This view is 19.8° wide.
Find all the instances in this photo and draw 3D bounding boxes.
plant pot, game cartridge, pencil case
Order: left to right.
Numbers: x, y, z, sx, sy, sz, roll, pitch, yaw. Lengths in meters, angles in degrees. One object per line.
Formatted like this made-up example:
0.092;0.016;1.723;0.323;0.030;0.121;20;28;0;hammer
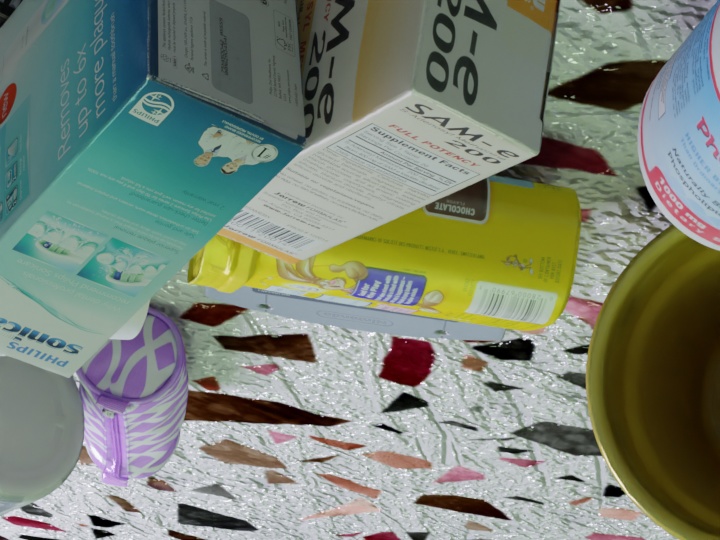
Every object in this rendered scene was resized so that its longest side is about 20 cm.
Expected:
-0.169;0.093;1.517;0.083;0.086;0.200;8;159;0;pencil case
0.000;0.000;1.297;0.199;0.042;0.133;9;162;0;game cartridge
0.245;0.071;1.194;0.199;0.202;0.189;1;171;17;plant pot

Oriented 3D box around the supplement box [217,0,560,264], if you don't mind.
0.003;-0.093;0.950;0.073;0.127;0.200;23;153;-28;supplement box

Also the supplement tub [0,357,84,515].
-0.294;0.125;1.481;0.122;0.123;0.200;22;151;-30;supplement tub

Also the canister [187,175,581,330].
0.010;-0.020;1.150;0.199;0.087;0.149;9;175;-8;canister

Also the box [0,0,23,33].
-0.201;-0.105;1.096;0.198;0.050;0.199;23;153;-34;box

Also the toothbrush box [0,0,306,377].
-0.117;-0.068;0.952;0.085;0.147;0.200;22;135;-30;toothbrush box

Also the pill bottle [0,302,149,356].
-0.232;-0.004;1.253;0.199;0.112;0.111;4;161;-22;pill bottle

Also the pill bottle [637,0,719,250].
0.195;-0.081;0.901;0.108;0.109;0.200;10;166;-4;pill bottle
